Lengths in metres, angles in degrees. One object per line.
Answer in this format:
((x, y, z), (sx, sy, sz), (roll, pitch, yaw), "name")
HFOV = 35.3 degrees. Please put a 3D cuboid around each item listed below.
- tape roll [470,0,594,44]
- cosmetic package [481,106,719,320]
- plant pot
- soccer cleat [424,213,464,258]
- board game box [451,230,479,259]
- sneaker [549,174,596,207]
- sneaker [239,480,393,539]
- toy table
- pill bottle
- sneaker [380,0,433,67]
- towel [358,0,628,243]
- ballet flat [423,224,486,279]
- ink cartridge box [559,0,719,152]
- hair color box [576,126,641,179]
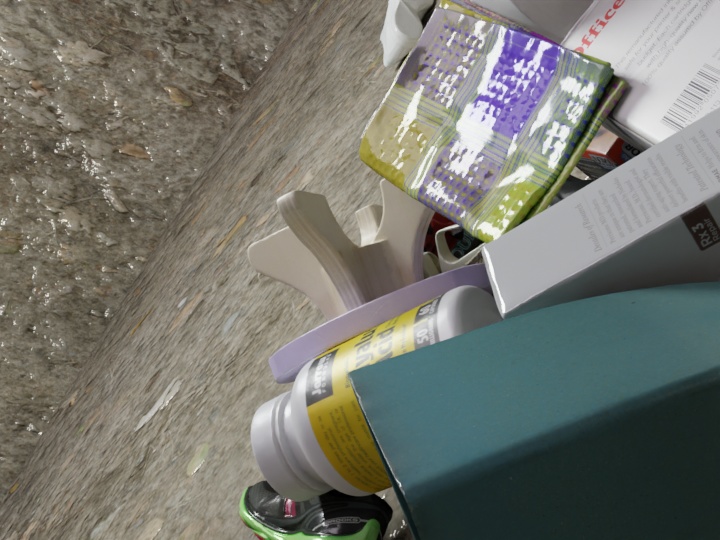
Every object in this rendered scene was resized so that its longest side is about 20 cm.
((0.165, -0.262, 0.823), (0.203, 0.202, 0.071), (-55, 17, -3), "tape roll")
((0.177, -0.011, 0.601), (0.200, 0.102, 0.074), (-33, 30, 15), "cosmetic package")
((0.119, 0.090, 0.518), (0.200, 0.142, 0.141), (-23, 17, -3), "plant pot")
((0.038, -0.008, 1.072), (0.085, 0.069, 0.200), (-100, 29, -44), "soccer cleat")
((0.113, -0.086, 1.146), (0.200, 0.028, 0.135), (-58, 17, -10), "board game box")
((0.187, -0.030, 0.795), (0.082, 0.073, 0.200), (-36, 24, 3), "sneaker")
((-0.033, 0.202, 0.928), (0.084, 0.077, 0.200), (-53, 25, -19), "sneaker")
((0.000, 0.000, 0.904), (0.200, 0.117, 0.184), (-23, -12, 12), "toy table")
((0.020, 0.099, 0.826), (0.200, 0.111, 0.111), (-29, 27, 28), "pill bottle")
((0.065, -0.408, 1.855), (0.089, 0.075, 0.200), (-55, 13, 42), "sneaker")
((0.079, -0.106, 0.784), (0.144, 0.023, 0.200), (-57, 39, 7), "towel")
((0.084, 0.000, 0.972), (0.068, 0.075, 0.200), (-36, -2, -46), "ballet flat")
((0.232, -0.130, 0.712), (0.147, 0.083, 0.200), (-52, 36, 9), "ink cartridge box")
((0.243, -0.157, 0.871), (0.200, 0.064, 0.111), (-56, 18, 0), "hair color box")
